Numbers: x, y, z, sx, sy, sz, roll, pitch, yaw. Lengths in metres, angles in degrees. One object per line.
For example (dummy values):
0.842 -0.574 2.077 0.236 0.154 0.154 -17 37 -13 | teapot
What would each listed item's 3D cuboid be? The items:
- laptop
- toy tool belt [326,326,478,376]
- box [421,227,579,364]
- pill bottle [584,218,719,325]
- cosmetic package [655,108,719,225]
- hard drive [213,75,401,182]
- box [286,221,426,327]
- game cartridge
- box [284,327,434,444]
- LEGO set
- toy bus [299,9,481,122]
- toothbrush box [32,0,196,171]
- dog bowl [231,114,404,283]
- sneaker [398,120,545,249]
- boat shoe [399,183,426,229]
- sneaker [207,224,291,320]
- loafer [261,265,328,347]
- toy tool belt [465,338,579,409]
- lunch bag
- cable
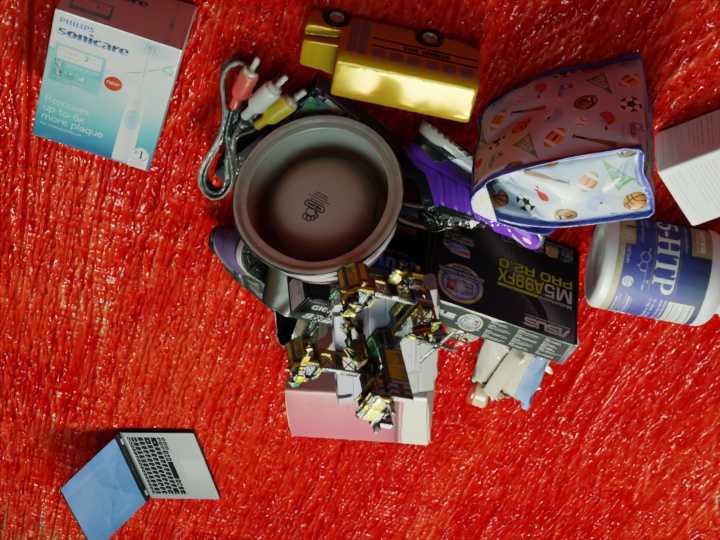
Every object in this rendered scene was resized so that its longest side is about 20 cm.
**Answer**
-0.348 0.356 2.228 0.198 0.117 0.188 -1 138 11 | laptop
0.056 0.090 1.827 0.198 0.125 0.124 16 110 11 | toy tool belt
0.173 0.014 1.719 0.198 0.161 0.044 19 137 -9 | box
0.384 0.002 1.698 0.198 0.120 0.120 10 139 -2 | pill bottle
0.444 -0.136 1.571 0.199 0.074 0.102 -21 131 27 | cosmetic package
-0.065 -0.138 1.686 0.139 0.038 0.199 34 133 -26 | hard drive
0.000 0.000 1.701 0.199 0.160 0.046 15 141 -31 | box
0.030 0.083 1.654 0.128 0.039 0.201 -12 141 -9 | game cartridge
0.003 0.156 1.932 0.198 0.129 0.110 2 137 7 | box
0.010 0.096 1.545 0.153 0.117 0.200 19 130 -33 | LEGO set
0.031 -0.226 1.539 0.198 0.079 0.065 12 139 -3 | toy bus
-0.284 -0.228 1.592 0.145 0.086 0.201 18 136 -9 | toothbrush box
-0.043 -0.074 1.591 0.198 0.202 0.074 1 158 9 | dog bowl
0.121 -0.076 1.621 0.200 0.070 0.100 41 97 9 | sneaker
0.128 -0.090 1.681 0.198 0.072 0.063 4 131 5 | boat shoe
-0.130 -0.001 1.845 0.087 0.076 0.200 18 156 36 | sneaker
-0.090 0.025 1.769 0.073 0.071 0.201 28 144 40 | loafer
0.217 0.131 1.872 0.122 0.125 0.201 16 139 5 | toy tool belt
0.223 -0.134 1.541 0.198 0.171 0.124 -7 131 16 | lunch bag
-0.151 -0.168 1.626 0.097 0.050 0.200 35 116 -9 | cable
